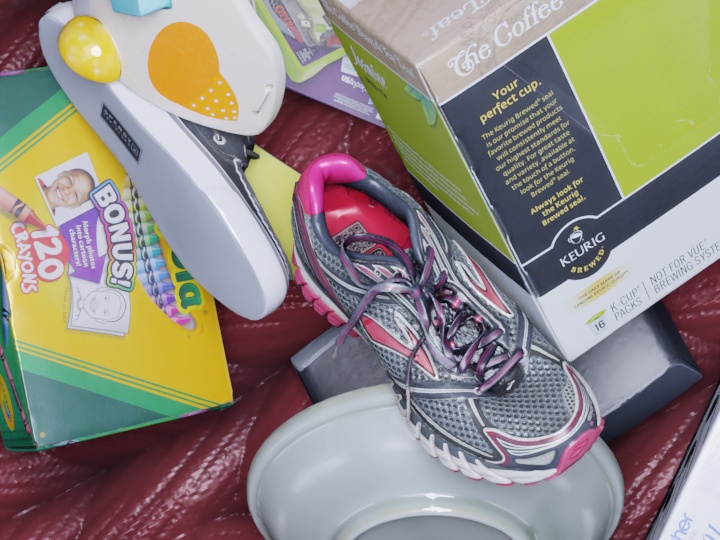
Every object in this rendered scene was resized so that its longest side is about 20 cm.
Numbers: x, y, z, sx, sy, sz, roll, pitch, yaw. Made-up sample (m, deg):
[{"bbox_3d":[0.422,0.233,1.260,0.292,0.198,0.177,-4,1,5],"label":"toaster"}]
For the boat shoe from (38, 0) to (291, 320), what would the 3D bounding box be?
[{"bbox_3d":[-0.088,-0.067,1.152,0.066,0.070,0.200,-30,72,-29],"label":"boat shoe"}]

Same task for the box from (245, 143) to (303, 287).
[{"bbox_3d":[0.000,0.000,1.173,0.200,0.075,0.050,35,87,26],"label":"box"}]

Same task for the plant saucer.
[{"bbox_3d":[0.039,0.135,1.153,0.199,0.200,0.050,-3,51,7],"label":"plant saucer"}]

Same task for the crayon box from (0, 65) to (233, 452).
[{"bbox_3d":[-0.150,-0.011,1.205,0.118,0.058,0.201,-12,90,-28],"label":"crayon box"}]

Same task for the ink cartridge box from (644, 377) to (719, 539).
[{"bbox_3d":[0.209,0.074,1.173,0.044,0.094,0.201,25,94,5],"label":"ink cartridge box"}]

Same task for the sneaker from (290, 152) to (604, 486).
[{"bbox_3d":[0.033,0.025,1.063,0.081,0.075,0.200,-40,64,-18],"label":"sneaker"}]

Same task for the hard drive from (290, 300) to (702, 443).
[{"bbox_3d":[0.071,0.052,1.210,0.200,0.042,0.135,-29,80,7],"label":"hard drive"}]

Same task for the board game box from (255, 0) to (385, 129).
[{"bbox_3d":[-0.039,-0.165,1.229,0.199,0.032,0.120,24,97,6],"label":"board game box"}]

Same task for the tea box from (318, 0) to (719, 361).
[{"bbox_3d":[0.118,-0.103,1.099,0.200,0.134,0.197,-34,124,-8],"label":"tea box"}]

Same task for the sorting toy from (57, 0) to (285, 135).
[{"bbox_3d":[-0.088,-0.200,1.086,0.106,0.180,0.201,0,57,-17],"label":"sorting toy"}]
